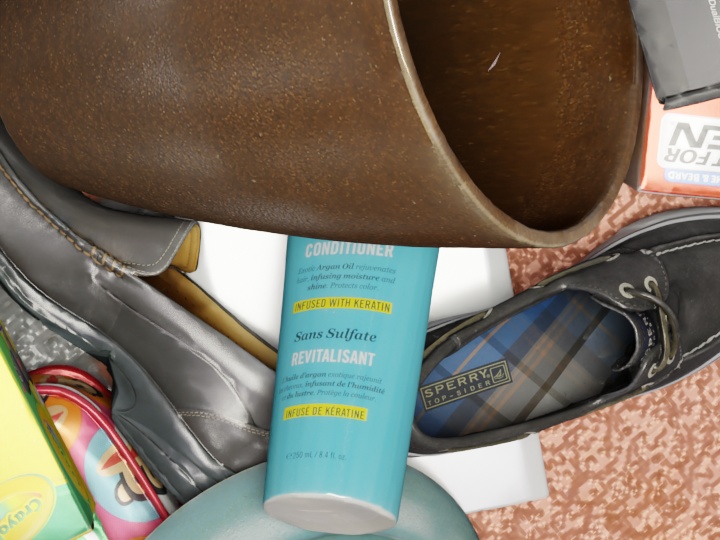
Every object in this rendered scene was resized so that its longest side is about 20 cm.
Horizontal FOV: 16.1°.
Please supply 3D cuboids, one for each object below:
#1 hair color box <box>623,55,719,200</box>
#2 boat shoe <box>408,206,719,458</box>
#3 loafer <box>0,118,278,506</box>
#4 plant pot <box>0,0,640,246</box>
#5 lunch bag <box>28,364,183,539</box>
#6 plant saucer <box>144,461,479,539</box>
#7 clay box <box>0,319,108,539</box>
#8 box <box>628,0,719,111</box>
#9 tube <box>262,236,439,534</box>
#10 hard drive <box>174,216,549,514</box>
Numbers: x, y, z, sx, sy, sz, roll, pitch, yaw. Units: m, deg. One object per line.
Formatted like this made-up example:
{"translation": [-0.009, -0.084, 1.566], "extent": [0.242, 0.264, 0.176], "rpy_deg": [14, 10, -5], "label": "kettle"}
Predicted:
{"translation": [0.141, -0.131, 1.006], "extent": [0.064, 0.111, 0.200], "rpy_deg": [5, 96, -3], "label": "hair color box"}
{"translation": [0.093, 0.025, 1.024], "extent": [0.200, 0.066, 0.070], "rpy_deg": [-17, 98, -17], "label": "boat shoe"}
{"translation": [-0.091, 0.002, 1.016], "extent": [0.072, 0.073, 0.200], "rpy_deg": [-40, 92, 15], "label": "loafer"}
{"translation": [-0.029, -0.089, 0.921], "extent": [0.200, 0.187, 0.187], "rpy_deg": [-8, 98, 31], "label": "plant pot"}
{"translation": [-0.149, 0.153, 1.034], "extent": [0.200, 0.082, 0.176], "rpy_deg": [-32, 98, 0], "label": "lunch bag"}
{"translation": [-0.025, 0.169, 1.022], "extent": [0.200, 0.027, 0.200], "rpy_deg": [-12, 116, -27], "label": "plant saucer"}
{"translation": [-0.182, 0.055, 0.956], "extent": [0.115, 0.048, 0.200], "rpy_deg": [-27, 97, -1], "label": "clay box"}
{"translation": [0.174, -0.176, 0.881], "extent": [0.198, 0.050, 0.200], "rpy_deg": [-14, 96, 18], "label": "box"}
{"translation": [0.000, 0.000, 0.983], "extent": [0.077, 0.050, 0.200], "rpy_deg": [1, 68, 12], "label": "tube"}
{"translation": [-0.004, 0.008, 1.055], "extent": [0.132, 0.026, 0.200], "rpy_deg": [-11, 97, -2], "label": "hard drive"}
